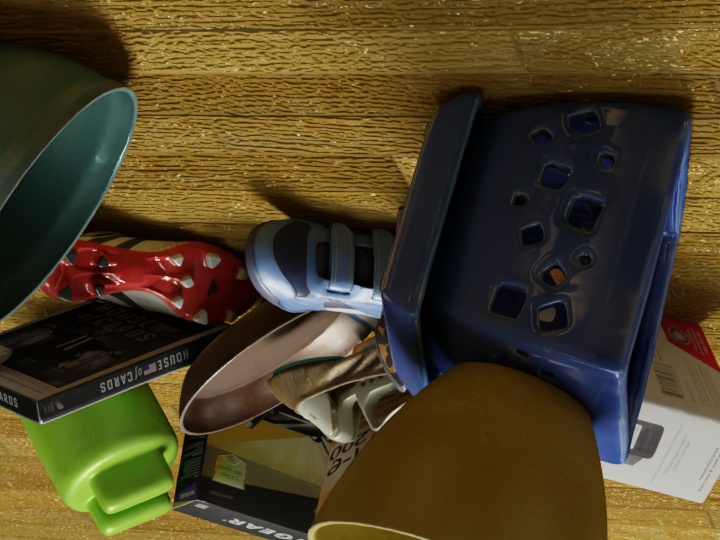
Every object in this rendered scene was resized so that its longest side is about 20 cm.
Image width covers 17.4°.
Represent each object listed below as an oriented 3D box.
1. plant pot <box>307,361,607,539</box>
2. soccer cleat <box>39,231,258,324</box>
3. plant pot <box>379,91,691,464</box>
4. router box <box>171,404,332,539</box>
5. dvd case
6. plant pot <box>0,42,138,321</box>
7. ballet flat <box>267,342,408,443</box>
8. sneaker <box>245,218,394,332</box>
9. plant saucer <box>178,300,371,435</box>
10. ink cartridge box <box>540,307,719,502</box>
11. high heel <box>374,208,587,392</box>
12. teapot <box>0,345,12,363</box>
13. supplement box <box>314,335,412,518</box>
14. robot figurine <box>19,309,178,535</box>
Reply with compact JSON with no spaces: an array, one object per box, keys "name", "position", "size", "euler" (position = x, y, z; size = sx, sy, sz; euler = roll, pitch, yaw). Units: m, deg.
[{"name":"plant pot","position":[0.083,0.146,1.551],"size":[0.199,0.143,0.200],"euler":[20,159,8]},{"name":"soccer cleat","position":[-0.178,0.000,1.908],"size":[0.199,0.069,0.085],"euler":[5,-165,-29]},{"name":"plant pot","position":[0.119,-0.001,1.621],"size":[0.178,0.201,0.200],"euler":[12,158,10]},{"name":"router box","position":[-0.063,0.164,2.131],"size":[0.199,0.158,0.052],"euler":[20,156,-28]},{"name":"dvd case","position":[-0.223,0.067,1.920],"size":[0.199,0.025,0.150],"euler":[-22,-154,-38]},{"name":"plant pot","position":[-0.264,-0.076,1.610],"size":[0.134,0.201,0.201],"euler":[34,160,8]},{"name":"ballet flat","position":[0.004,0.095,1.870],"size":[0.199,0.073,0.068],"euler":[-18,156,35]},{"name":"sneaker","position":[0.000,0.000,1.828],"size":[0.199,0.075,0.082],"euler":[15,157,-37]},{"name":"plant saucer","position":[-0.070,0.065,1.936],"size":[0.199,0.035,0.200],"euler":[-30,163,-10]},{"name":"ink cartridge box","position":[0.182,0.088,1.851],"size":[0.199,0.146,0.084],"euler":[15,119,-17]},{"name":"high heel","position":[0.113,0.034,1.767],"size":[0.198,0.144,0.072],"euler":[7,158,4]},{"name":"teapot","position":[-0.403,0.004,1.882],"size":[0.199,0.147,0.197],"euler":[-11,151,41]},{"name":"supplement box","position":[0.039,0.135,1.914],"size":[0.073,0.201,0.126],"euler":[33,139,-25]},{"name":"robot figurine","position":[-0.237,0.132,2.094],"size":[0.115,0.201,0.176],"euler":[-22,152,-19]}]
